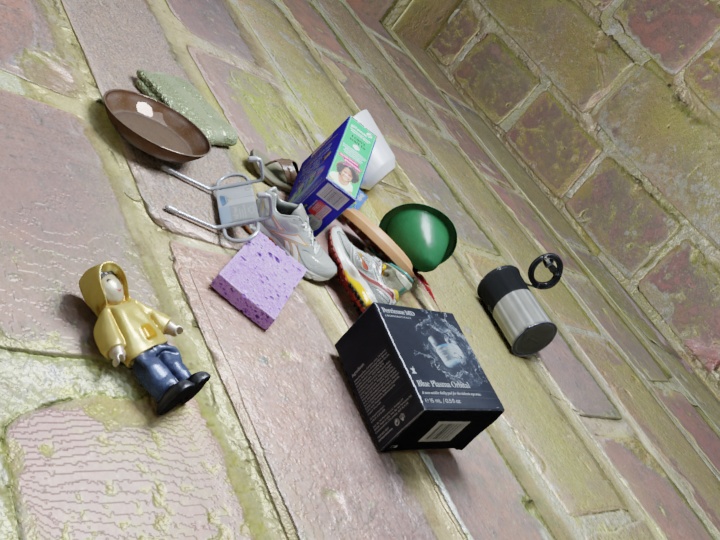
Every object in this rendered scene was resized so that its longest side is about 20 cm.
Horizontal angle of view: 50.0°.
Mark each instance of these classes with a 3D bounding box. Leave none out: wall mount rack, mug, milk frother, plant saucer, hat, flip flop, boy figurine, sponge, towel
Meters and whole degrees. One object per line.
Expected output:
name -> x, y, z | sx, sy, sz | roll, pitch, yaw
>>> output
wall mount rack -> -0.240, -0.128, 1.302 | 0.171, 0.075, 0.201 | -11, 42, -9
mug -> 0.012, -0.287, 1.881 | 0.154, 0.149, 0.187 | 50, 30, -1
milk frother -> 0.411, 0.074, 1.817 | 0.179, 0.200, 0.189 | 24, 30, -43
plant saucer -> 0.036, -0.058, 1.558 | 0.200, 0.032, 0.200 | 44, -3, 3
hat -> 0.121, -0.016, 1.592 | 0.197, 0.167, 0.177 | 21, 39, -6
flip flop -> -0.141, -0.192, 1.578 | 0.199, 0.058, 0.082 | 33, 25, -22
boy figurine -> -0.265, 0.075, 0.934 | 0.201, 0.064, 0.124 | 51, 28, 12
plant saucer -> -0.355, -0.243, 1.337 | 0.199, 0.037, 0.201 | 30, 22, -14
sponge -> -0.159, 0.011, 1.245 | 0.111, 0.030, 0.200 | 40, 24, -6
towel -> -0.338, -0.317, 1.510 | 0.200, 0.037, 0.148 | 48, 25, 12

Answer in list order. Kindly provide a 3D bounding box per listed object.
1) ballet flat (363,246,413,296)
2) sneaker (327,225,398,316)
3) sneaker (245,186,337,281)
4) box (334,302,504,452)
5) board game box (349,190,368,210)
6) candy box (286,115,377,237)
ballet flat -> 0.036, 0.005, 1.508 | 0.067, 0.062, 0.200 | 45, -2, -25
sneaker -> 0.000, 0.000, 1.423 | 0.081, 0.078, 0.201 | -25, 68, -17
sneaker -> -0.111, -0.064, 1.368 | 0.199, 0.092, 0.076 | 38, 23, -12
box -> 0.092, 0.170, 1.227 | 0.195, 0.118, 0.201 | 10, 42, -42
board game box -> -0.040, -0.173, 1.730 | 0.103, 0.019, 0.200 | 40, 18, -3
candy box -> -0.062, -0.171, 1.466 | 0.077, 0.169, 0.202 | 34, 43, -20
